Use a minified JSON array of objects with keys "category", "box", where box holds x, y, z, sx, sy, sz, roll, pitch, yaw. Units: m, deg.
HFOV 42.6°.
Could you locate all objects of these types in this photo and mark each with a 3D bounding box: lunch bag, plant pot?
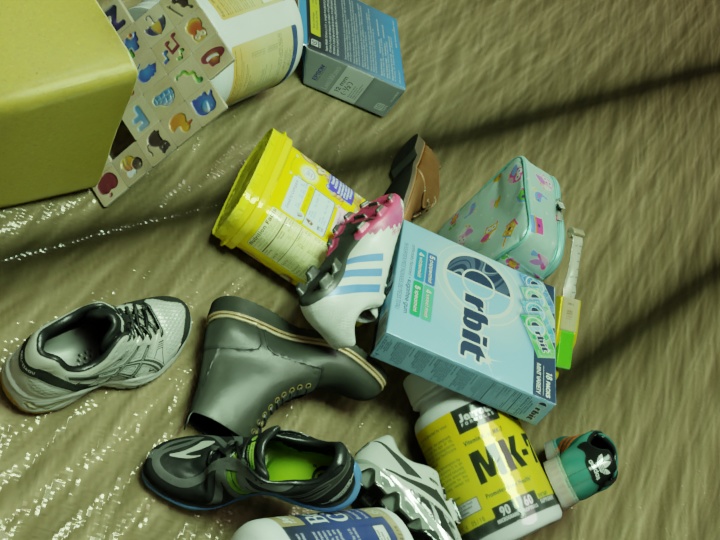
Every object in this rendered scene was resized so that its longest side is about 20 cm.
[{"category":"lunch bag","box":[0.168,-0.036,1.135,0.076,0.200,0.163,29,43,-21]},{"category":"plant pot","box":[-0.349,-0.170,0.825,0.198,0.196,0.196,-28,79,-36]}]

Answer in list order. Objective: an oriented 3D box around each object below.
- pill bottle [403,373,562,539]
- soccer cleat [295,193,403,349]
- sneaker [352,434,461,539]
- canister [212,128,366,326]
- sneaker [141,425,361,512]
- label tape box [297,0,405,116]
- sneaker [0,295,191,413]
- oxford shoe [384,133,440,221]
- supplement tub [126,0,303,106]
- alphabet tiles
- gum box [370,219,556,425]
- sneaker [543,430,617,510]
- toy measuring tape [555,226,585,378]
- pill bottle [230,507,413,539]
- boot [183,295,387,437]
[{"category":"pill bottle","box":[0.126,0.194,0.999,0.113,0.114,0.203,-7,64,-42]},{"category":"soccer cleat","box":[0.000,0.000,0.965,0.087,0.069,0.201,58,43,-22]},{"category":"sneaker","box":[0.072,0.251,0.941,0.201,0.074,0.088,50,44,1]},{"category":"canister","box":[-0.053,-0.046,1.046,0.198,0.086,0.150,34,44,-17]},{"category":"sneaker","box":[-0.097,0.167,0.815,0.195,0.084,0.072,1,49,8]},{"category":"label tape box","box":[-0.038,-0.315,1.269,0.197,0.066,0.146,16,51,-27]},{"category":"sneaker","box":[-0.219,0.063,0.828,0.076,0.088,0.199,53,41,9]},{"category":"oxford shoe","box":[0.071,-0.098,1.200,0.071,0.071,0.202,39,42,-16]},{"category":"supplement tub","box":[-0.172,-0.259,1.057,0.145,0.144,0.199,50,42,3]},{"category":"alphabet tiles","box":[-0.230,-0.193,0.945,0.169,0.199,0.008,55,8,9]},{"category":"gum box","box":[0.116,0.052,0.995,0.197,0.045,0.172,24,44,-11]},{"category":"sneaker","box":[0.257,0.222,1.055,0.073,0.079,0.200,65,10,6]},{"category":"toy measuring tape","box":[0.253,0.045,1.217,0.072,0.073,0.205,13,82,-32]},{"category":"pill bottle","box":[-0.053,0.269,0.797,0.197,0.111,0.113,5,57,-37]},{"category":"boot","box":[-0.076,0.128,0.921,0.196,0.078,0.140,21,54,-12]}]
